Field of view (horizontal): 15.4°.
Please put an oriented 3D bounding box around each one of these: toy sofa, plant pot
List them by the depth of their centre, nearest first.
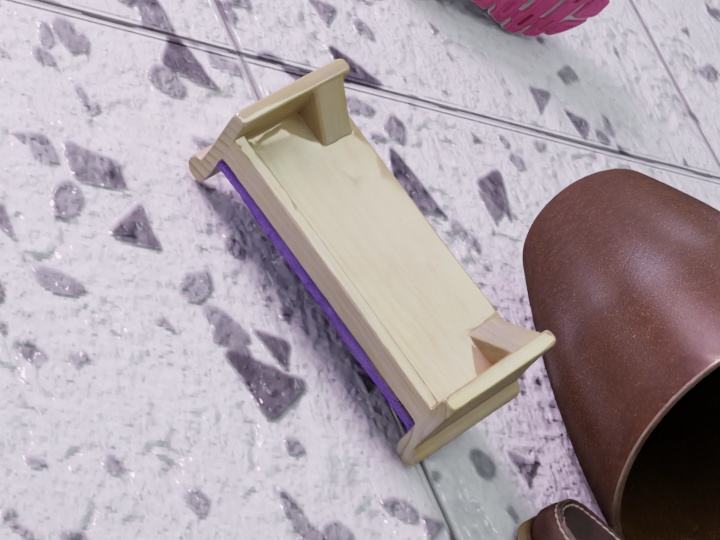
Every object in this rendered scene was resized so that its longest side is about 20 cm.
[{"bbox_3d":[0.000,0.000,1.391,0.083,0.098,0.200,-31,80,-35],"label":"toy sofa"},{"bbox_3d":[0.176,0.038,1.494,0.187,0.187,0.200,18,27,-42],"label":"plant pot"}]

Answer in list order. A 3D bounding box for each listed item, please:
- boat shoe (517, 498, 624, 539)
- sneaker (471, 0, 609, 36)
[{"bbox_3d":[0.166,0.194,1.383,0.200,0.070,0.070,50,30,4],"label":"boat shoe"},{"bbox_3d":[0.085,-0.220,1.750,0.199,0.074,0.088,16,49,-37],"label":"sneaker"}]
